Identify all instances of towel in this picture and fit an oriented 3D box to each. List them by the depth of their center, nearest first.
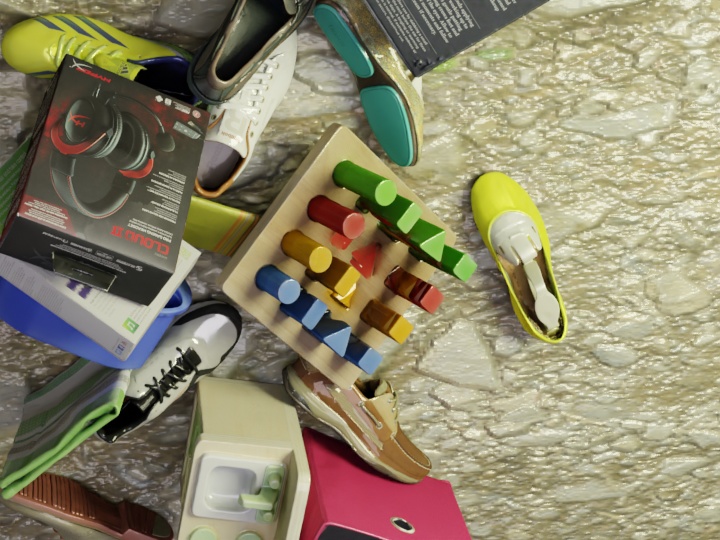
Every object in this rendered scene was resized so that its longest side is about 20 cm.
[{"bbox_3d":[-0.287,0.133,1.434,0.149,0.200,0.031,-39,105,7],"label":"towel"},{"bbox_3d":[-0.156,-0.050,1.445,0.198,0.018,0.086,16,149,-20],"label":"towel"}]

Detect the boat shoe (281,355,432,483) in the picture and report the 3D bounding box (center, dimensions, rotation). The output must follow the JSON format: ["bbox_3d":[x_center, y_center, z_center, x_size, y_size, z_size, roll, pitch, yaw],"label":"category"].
[{"bbox_3d":[0.007,0.151,1.558,0.200,0.076,0.074,40,98,-22],"label":"boat shoe"}]

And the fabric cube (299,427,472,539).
[{"bbox_3d":[-0.004,0.323,1.557,0.194,0.200,0.201,22,107,-16],"label":"fabric cube"}]

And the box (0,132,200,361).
[{"bbox_3d":[-0.262,-0.024,1.346,0.199,0.145,0.036,37,132,-5],"label":"box"}]

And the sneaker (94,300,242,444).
[{"bbox_3d":[-0.200,0.110,1.504,0.199,0.080,0.074,-39,112,6],"label":"sneaker"}]

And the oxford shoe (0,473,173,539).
[{"bbox_3d":[-0.303,0.277,1.559,0.198,0.071,0.074,25,109,-18],"label":"oxford shoe"}]

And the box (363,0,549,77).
[{"bbox_3d":[0.114,-0.285,1.323,0.199,0.148,0.105,-29,107,24],"label":"box"}]

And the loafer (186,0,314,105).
[{"bbox_3d":[-0.086,-0.240,1.353,0.072,0.063,0.201,35,78,-15],"label":"loafer"}]

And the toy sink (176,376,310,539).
[{"bbox_3d":[-0.126,0.214,1.492,0.111,0.200,0.132,7,112,-12],"label":"toy sink"}]

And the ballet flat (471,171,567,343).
[{"bbox_3d":[0.174,-0.009,1.523,0.066,0.067,0.202,-23,113,1],"label":"ballet flat"}]

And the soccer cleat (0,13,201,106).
[{"bbox_3d":[-0.238,-0.196,1.371,0.198,0.084,0.065,10,109,-14],"label":"soccer cleat"}]

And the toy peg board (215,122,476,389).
[{"bbox_3d":[0.000,0.000,1.429,0.200,0.098,0.200,41,82,-35],"label":"toy peg board"}]

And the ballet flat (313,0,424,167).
[{"bbox_3d":[0.024,-0.197,1.430,0.070,0.071,0.201,-29,115,3],"label":"ballet flat"}]

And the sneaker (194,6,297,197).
[{"bbox_3d":[-0.111,-0.159,1.408,0.072,0.085,0.202,19,106,-14],"label":"sneaker"}]

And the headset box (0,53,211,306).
[{"bbox_3d":[-0.229,-0.072,1.308,0.147,0.202,0.075,21,146,-18],"label":"headset box"}]

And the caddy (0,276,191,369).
[{"bbox_3d":[-0.263,0.006,1.419,0.198,0.142,0.106,23,112,-18],"label":"caddy"}]
